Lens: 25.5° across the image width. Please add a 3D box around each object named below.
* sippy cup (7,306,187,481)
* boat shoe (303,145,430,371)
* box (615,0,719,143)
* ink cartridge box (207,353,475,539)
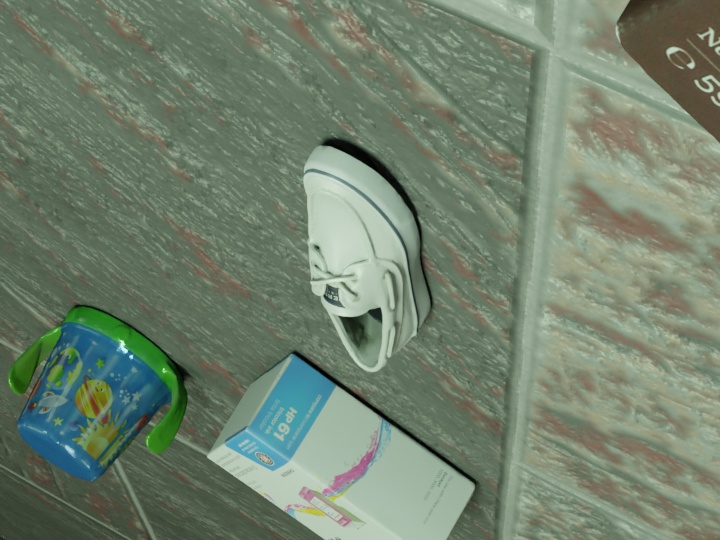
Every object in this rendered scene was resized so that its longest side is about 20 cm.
[{"bbox_3d":[-0.262,0.127,1.552,0.139,0.131,0.177,40,155,-19],"label":"sippy cup"},{"bbox_3d":[0.000,0.000,1.044,0.073,0.066,0.201,19,153,30],"label":"boat shoe"},{"bbox_3d":[0.212,-0.102,0.441,0.165,0.165,0.200,39,156,-14],"label":"box"},{"bbox_3d":[-0.018,0.175,1.391,0.199,0.085,0.144,35,157,-7],"label":"ink cartridge box"}]
